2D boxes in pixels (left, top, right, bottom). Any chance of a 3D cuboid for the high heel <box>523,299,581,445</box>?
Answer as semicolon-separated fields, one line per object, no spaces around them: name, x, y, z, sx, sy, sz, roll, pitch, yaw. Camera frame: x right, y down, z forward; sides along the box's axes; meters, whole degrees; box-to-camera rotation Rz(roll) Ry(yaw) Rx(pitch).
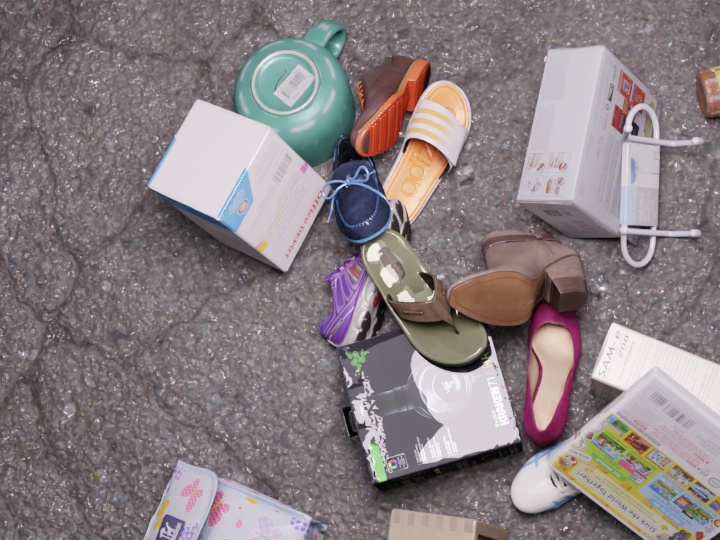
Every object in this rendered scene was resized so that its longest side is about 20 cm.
high heel;0.231;0.110;1.516;0.067;0.096;0.201;1;76;9

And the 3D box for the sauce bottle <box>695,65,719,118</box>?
sauce bottle;0.523;-0.241;1.579;0.199;0.066;0.066;-12;75;6

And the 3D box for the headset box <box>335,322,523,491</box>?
headset box;0.077;0.157;1.528;0.199;0.093;0.175;-16;73;4

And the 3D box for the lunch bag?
lunch bag;-0.166;0.337;1.503;0.199;0.127;0.170;21;78;19

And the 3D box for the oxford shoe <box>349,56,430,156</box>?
oxford shoe;0.023;-0.210;1.609;0.072;0.072;0.200;19;40;15

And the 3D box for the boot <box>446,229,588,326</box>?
boot;0.177;0.000;1.520;0.199;0.146;0.071;3;119;-19

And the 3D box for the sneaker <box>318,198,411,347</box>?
sneaker;0.000;0.000;1.582;0.083;0.081;0.201;22;88;23

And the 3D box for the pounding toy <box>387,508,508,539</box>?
pounding toy;0.115;0.387;1.433;0.141;0.184;0.201;3;76;21

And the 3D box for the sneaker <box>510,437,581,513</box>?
sneaker;0.267;0.226;1.495;0.199;0.072;0.072;-26;75;2

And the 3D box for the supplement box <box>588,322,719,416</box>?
supplement box;0.371;0.139;1.474;0.199;0.126;0.074;22;81;12

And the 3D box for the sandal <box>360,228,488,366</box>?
sandal;0.067;0.032;1.485;0.080;0.057;0.201;-40;75;-5

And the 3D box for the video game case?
video game case;0.344;0.222;1.422;0.200;0.023;0.182;37;123;-8

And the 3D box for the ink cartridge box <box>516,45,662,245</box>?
ink cartridge box;0.288;-0.148;1.564;0.084;0.175;0.201;3;74;40

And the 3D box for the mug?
mug;-0.089;-0.237;1.639;0.151;0.114;0.186;-8;75;6

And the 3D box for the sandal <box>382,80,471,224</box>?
sandal;0.087;-0.144;1.611;0.079;0.059;0.208;26;84;-10

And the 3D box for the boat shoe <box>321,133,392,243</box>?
boat shoe;-0.014;-0.103;1.565;0.084;0.069;0.200;-25;31;2

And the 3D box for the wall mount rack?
wall mount rack;0.342;-0.104;1.511;0.074;0.173;0.202;2;91;49

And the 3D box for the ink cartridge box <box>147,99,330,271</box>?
ink cartridge box;-0.142;-0.098;1.580;0.125;0.200;0.129;24;80;31
